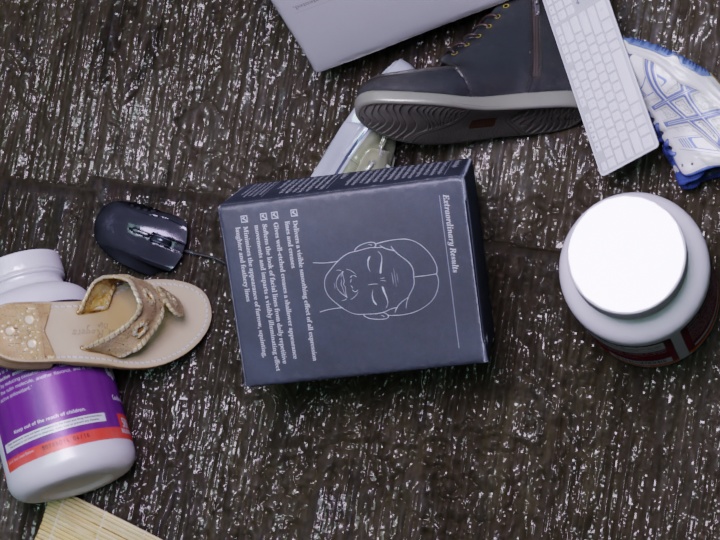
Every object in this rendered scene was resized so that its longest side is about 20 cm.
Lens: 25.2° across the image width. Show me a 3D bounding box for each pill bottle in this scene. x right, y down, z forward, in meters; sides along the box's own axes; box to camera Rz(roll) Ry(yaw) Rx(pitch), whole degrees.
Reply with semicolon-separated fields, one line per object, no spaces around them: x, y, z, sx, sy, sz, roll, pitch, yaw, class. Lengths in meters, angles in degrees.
-0.269;0.089;1.383;0.111;0.112;0.202;-21;75;11;pill bottle
0.211;0.006;1.218;0.111;0.200;0.115;-3;79;14;pill bottle

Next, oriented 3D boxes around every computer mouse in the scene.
-0.149;-0.016;1.411;0.198;0.034;0.059;17;84;17;computer mouse

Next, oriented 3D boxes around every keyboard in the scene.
0.188;-0.178;1.303;0.056;0.011;0.202;-30;67;39;keyboard

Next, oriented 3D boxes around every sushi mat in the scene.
-0.200;0.269;1.383;0.198;0.012;0.097;23;85;18;sushi mat

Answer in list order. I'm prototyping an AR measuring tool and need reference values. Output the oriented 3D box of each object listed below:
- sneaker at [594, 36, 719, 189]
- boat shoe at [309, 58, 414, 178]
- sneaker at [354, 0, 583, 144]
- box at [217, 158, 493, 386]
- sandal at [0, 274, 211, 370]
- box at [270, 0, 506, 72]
0.261;-0.116;1.294;0.199;0.075;0.089;30;93;21;sneaker
-0.003;-0.083;1.373;0.062;0.072;0.201;33;98;1;boat shoe
0.085;-0.168;1.335;0.197;0.075;0.108;-2;69;-16;sneaker
0.000;0.000;1.295;0.197;0.107;0.151;-6;101;9;box
-0.204;0.038;1.330;0.209;0.070;0.079;-7;71;-31;sandal
0.006;-0.315;1.327;0.198;0.172;0.201;-20;58;12;box
